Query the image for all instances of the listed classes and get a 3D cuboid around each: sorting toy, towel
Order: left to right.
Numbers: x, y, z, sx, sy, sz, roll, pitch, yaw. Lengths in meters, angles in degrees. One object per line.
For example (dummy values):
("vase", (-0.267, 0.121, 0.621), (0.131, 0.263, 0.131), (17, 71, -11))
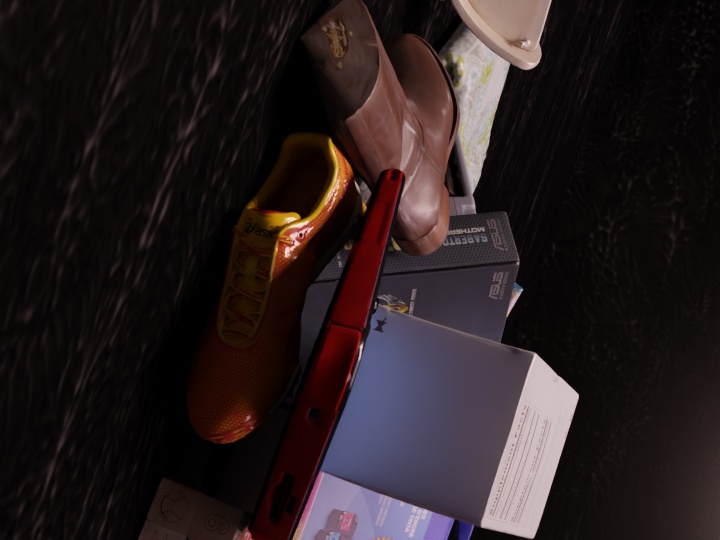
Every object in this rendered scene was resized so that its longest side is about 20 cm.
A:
("towel", (0.094, -0.141, 1.504), (0.171, 0.048, 0.201), (-60, 163, -53))
("sorting toy", (0.119, -0.285, 1.271), (0.180, 0.106, 0.201), (-66, 171, -64))

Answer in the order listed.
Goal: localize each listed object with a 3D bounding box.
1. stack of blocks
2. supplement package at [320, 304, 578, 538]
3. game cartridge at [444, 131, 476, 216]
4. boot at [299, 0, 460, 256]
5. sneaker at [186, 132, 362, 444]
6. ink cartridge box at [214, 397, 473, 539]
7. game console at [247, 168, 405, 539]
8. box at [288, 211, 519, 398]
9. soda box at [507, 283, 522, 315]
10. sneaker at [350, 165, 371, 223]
("stack of blocks", (-0.127, 0.242, 1.062), (0.115, 0.058, 0.201), (68, 43, -76))
("supplement package", (0.063, 0.103, 1.082), (0.200, 0.113, 0.110), (36, 71, -71))
("game cartridge", (0.058, -0.051, 1.319), (0.201, 0.041, 0.134), (-98, -166, -46))
("boot", (0.010, -0.131, 1.079), (0.200, 0.064, 0.188), (54, 24, -55))
("sneaker", (-0.062, 0.007, 0.986), (0.077, 0.072, 0.201), (56, 47, -54))
("ink cartridge box", (-0.005, 0.179, 1.221), (0.199, 0.076, 0.137), (19, 91, -37))
("game console", (-0.018, 0.060, 1.019), (0.177, 0.031, 0.201), (-69, 180, -45))
("box", (0.024, 0.043, 1.210), (0.201, 0.156, 0.051), (98, -16, -51))
("soda box", (0.085, 0.014, 1.520), (0.069, 0.063, 0.200), (-60, -167, 3))
("sneaker", (0.000, 0.000, 1.250), (0.077, 0.078, 0.201), (-51, 151, -49))
